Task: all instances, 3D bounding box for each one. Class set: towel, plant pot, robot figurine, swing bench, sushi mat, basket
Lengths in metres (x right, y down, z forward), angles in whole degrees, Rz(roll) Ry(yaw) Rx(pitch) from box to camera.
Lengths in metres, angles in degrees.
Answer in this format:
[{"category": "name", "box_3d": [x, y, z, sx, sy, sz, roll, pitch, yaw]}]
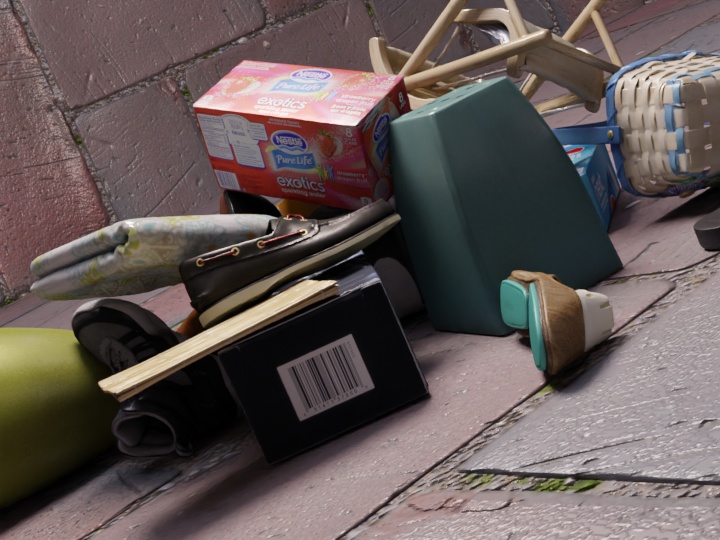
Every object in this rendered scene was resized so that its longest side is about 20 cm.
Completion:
[{"category": "towel", "box_3d": [-0.189, -0.012, 1.274, 0.170, 0.049, 0.199, -7, -7, -42]}, {"category": "plant pot", "box_3d": [0.114, -0.064, 1.266, 0.141, 0.202, 0.141, -28, 11, -22]}, {"category": "robot figurine", "box_3d": [-0.001, -0.002, 1.416, 0.198, 0.151, 0.125, -21, 23, 10]}, {"category": "swing bench", "box_3d": [0.151, -0.212, 1.425, 0.199, 0.131, 0.198, -35, -28, 33]}, {"category": "sushi mat", "box_3d": [-0.116, 0.054, 1.115, 0.199, 0.012, 0.096, -27, 10, -15]}, {"category": "basket", "box_3d": [0.307, -0.144, 1.374, 0.175, 0.141, 0.200, -11, 12, -21]}, {"category": "plant pot", "box_3d": [-0.319, 0.135, 1.382, 0.198, 0.189, 0.187, -12, 3, -30]}]

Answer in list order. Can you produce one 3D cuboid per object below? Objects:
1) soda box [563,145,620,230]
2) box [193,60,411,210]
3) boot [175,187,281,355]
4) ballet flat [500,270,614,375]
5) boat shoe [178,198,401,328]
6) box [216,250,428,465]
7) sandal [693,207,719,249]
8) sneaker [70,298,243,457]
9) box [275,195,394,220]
[{"category": "soda box", "box_3d": [0.234, -0.088, 1.487, 0.064, 0.068, 0.200, -19, 11, 20]}, {"category": "box", "box_3d": [-0.050, -0.133, 1.340, 0.198, 0.100, 0.096, 10, 42, 33]}, {"category": "boot", "box_3d": [-0.147, 0.029, 1.410, 0.201, 0.068, 0.189, -55, 38, 24]}, {"category": "ballet flat", "box_3d": [0.159, 0.036, 1.090, 0.072, 0.069, 0.200, -4, 6, -2]}, {"category": "boat shoe", "box_3d": [-0.059, -0.020, 1.197, 0.200, 0.064, 0.074, -25, -8, -13]}, {"category": "box", "box_3d": [-0.037, 0.067, 1.206, 0.147, 0.108, 0.200, -25, 10, -1]}, {"category": "sandal", "box_3d": [0.372, -0.080, 1.208, 0.199, 0.043, 0.076, -29, 12, -27]}, {"category": "sneaker", "box_3d": [-0.213, 0.103, 1.300, 0.199, 0.076, 0.114, 27, 42, 17]}, {"category": "box", "box_3d": [-0.030, -0.060, 1.472, 0.118, 0.042, 0.200, -3, -21, -37]}]
